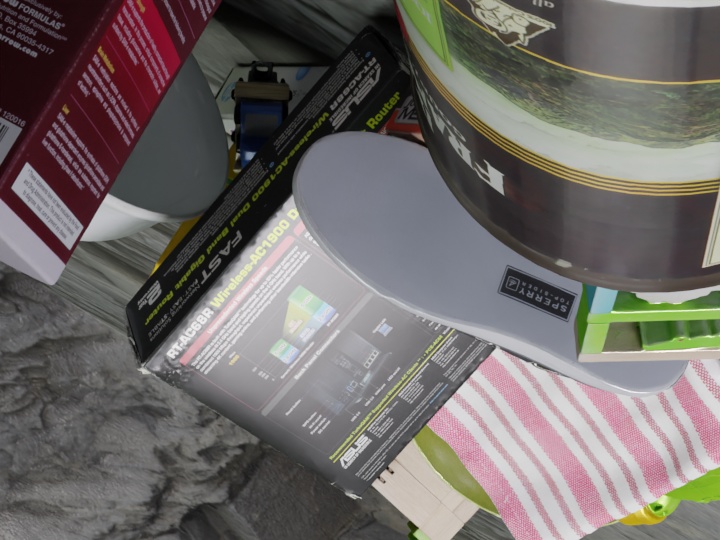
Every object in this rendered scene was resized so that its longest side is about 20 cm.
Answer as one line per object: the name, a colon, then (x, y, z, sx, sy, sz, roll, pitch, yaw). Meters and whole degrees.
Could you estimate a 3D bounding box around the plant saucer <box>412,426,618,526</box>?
plant saucer: (0.127, 0.091, 1.179, 0.199, 0.031, 0.201, 8, 123, 13)

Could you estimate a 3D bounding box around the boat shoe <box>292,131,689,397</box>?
boat shoe: (0.057, 0.000, 0.797, 0.199, 0.070, 0.066, 23, 170, -7)

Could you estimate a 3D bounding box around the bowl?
bowl: (-0.170, -0.089, 0.911, 0.201, 0.090, 0.201, 41, -150, -29)

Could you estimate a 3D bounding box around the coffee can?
coffee can: (0.075, -0.092, 0.423, 0.146, 0.147, 0.200, 26, 168, 14)

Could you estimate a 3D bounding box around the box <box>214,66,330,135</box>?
box: (0.019, -0.060, 0.998, 0.156, 0.041, 0.200, 35, 166, -28)

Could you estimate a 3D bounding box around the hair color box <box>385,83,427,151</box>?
hair color box: (0.122, -0.034, 0.798, 0.200, 0.064, 0.111, 36, 168, -28)

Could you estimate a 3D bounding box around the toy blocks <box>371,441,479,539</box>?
toy blocks: (0.058, 0.100, 1.271, 0.137, 0.200, 0.100, 43, -179, -13)

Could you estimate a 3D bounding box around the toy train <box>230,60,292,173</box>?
toy train: (-0.057, -0.027, 0.969, 0.034, 0.046, 0.200, 3, 129, 0)

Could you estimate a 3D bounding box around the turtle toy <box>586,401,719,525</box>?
turtle toy: (0.179, 0.071, 1.026, 0.146, 0.101, 0.200, -17, 136, 42)

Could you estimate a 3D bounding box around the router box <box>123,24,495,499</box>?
router box: (0.000, 0.000, 0.872, 0.150, 0.200, 0.062, 35, -167, -30)

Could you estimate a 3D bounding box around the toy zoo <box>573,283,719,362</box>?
toy zoo: (0.155, -0.018, 0.646, 0.131, 0.021, 0.200, -1, 152, -1)

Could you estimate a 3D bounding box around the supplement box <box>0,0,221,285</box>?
supplement box: (-0.107, -0.104, 0.681, 0.061, 0.200, 0.109, 28, 169, 10)

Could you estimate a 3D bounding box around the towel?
towel: (0.118, 0.076, 0.965, 0.146, 0.030, 0.200, 50, 136, -4)

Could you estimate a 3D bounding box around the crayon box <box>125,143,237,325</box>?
crayon box: (-0.042, 0.011, 1.143, 0.172, 0.058, 0.200, 30, -151, -5)
